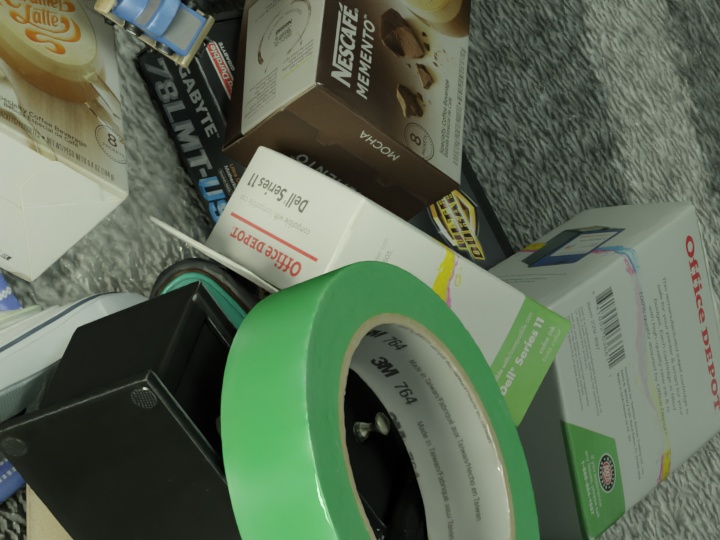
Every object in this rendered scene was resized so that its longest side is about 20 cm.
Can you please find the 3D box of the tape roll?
[{"bbox_3d":[0.013,0.097,1.246,0.200,0.048,0.201,38,42,-44],"label":"tape roll"}]

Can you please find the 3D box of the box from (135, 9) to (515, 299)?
[{"bbox_3d":[-0.015,-0.059,1.590,0.198,0.050,0.201,-15,77,-52],"label":"box"}]

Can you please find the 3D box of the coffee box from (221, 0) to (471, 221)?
[{"bbox_3d":[-0.003,-0.130,1.546,0.113,0.080,0.201,34,42,-29],"label":"coffee box"}]

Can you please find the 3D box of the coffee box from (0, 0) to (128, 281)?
[{"bbox_3d":[-0.188,-0.108,1.368,0.114,0.080,0.201,30,34,-34],"label":"coffee box"}]

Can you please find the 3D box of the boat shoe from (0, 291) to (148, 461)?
[{"bbox_3d":[-0.166,0.042,1.306,0.067,0.074,0.200,28,21,18],"label":"boat shoe"}]

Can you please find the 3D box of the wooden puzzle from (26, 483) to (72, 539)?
[{"bbox_3d":[-0.079,0.195,1.349,0.200,0.037,0.186,26,49,-42],"label":"wooden puzzle"}]

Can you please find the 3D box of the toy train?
[{"bbox_3d":[-0.150,-0.160,1.345,0.200,0.046,0.034,32,83,-27],"label":"toy train"}]

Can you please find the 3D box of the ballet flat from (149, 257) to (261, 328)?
[{"bbox_3d":[-0.038,0.073,1.463,0.200,0.073,0.073,50,38,-4],"label":"ballet flat"}]

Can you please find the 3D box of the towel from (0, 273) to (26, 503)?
[{"bbox_3d":[-0.219,0.024,1.325,0.200,0.024,0.145,57,38,-4],"label":"towel"}]

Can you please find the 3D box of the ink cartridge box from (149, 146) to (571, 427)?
[{"bbox_3d":[0.000,0.000,1.430,0.200,0.117,0.068,30,89,-36],"label":"ink cartridge box"}]

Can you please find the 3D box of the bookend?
[{"bbox_3d":[-0.054,0.073,1.293,0.199,0.092,0.200,55,32,-25],"label":"bookend"}]

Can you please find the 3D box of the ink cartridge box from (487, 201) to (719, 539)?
[{"bbox_3d":[0.135,0.057,1.616,0.200,0.087,0.146,-30,113,-51],"label":"ink cartridge box"}]
